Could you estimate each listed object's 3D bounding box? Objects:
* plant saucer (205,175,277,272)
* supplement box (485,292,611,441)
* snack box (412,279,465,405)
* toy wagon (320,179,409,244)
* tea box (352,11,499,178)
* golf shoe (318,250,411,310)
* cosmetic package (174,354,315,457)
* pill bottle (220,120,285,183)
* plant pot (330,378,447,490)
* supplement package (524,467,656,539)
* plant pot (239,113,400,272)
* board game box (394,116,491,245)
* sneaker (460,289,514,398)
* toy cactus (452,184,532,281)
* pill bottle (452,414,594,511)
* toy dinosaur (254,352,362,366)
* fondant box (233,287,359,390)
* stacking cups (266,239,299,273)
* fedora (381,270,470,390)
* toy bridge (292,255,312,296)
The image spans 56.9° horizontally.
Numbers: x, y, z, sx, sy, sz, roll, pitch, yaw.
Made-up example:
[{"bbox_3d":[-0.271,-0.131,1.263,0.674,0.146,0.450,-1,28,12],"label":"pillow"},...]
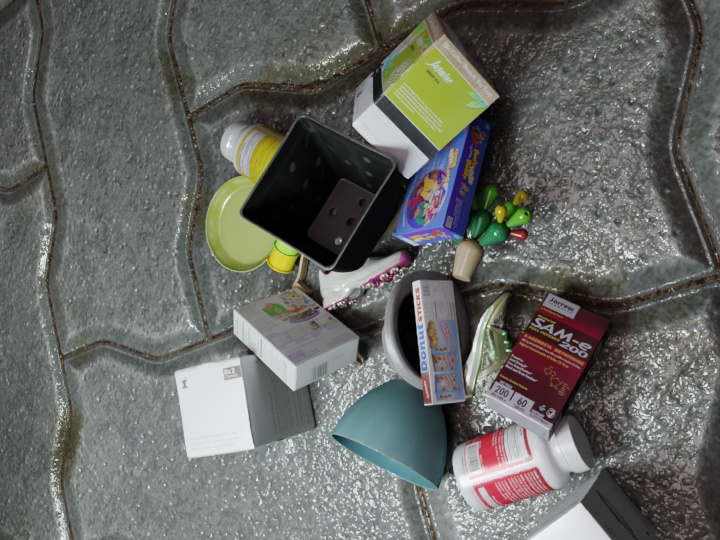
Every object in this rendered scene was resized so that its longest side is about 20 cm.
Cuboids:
[{"bbox_3d":[-0.239,-0.096,1.387,0.199,0.031,0.201,-1,88,30],"label":"plant saucer"},{"bbox_3d":[0.289,0.144,1.018,0.109,0.061,0.200,26,69,26],"label":"supplement box"},{"bbox_3d":[0.128,0.116,1.088,0.024,0.072,0.201,-19,72,54],"label":"snack box"},{"bbox_3d":[-0.001,-0.146,1.236,0.155,0.040,0.200,-40,67,5],"label":"toy wagon"},{"bbox_3d":[0.100,-0.292,1.090,0.197,0.200,0.134,-40,113,21],"label":"tea box"},{"bbox_3d":[0.000,0.000,1.229,0.200,0.075,0.092,-29,72,24],"label":"golf shoe"},{"bbox_3d":[-0.217,0.249,1.269,0.164,0.200,0.166,-16,81,28],"label":"cosmetic package"},{"bbox_3d":[-0.178,-0.220,1.310,0.200,0.112,0.113,31,104,27],"label":"pill bottle"},{"bbox_3d":[0.067,0.267,1.135,0.200,0.200,0.135,16,67,28],"label":"plant pot"},{"bbox_3d":[0.333,0.386,0.959,0.117,0.200,0.117,-46,69,20],"label":"supplement package"},{"bbox_3d":[-0.044,-0.110,1.124,0.199,0.177,0.200,31,88,23],"label":"plant pot"},{"bbox_3d":[0.135,-0.147,1.104,0.134,0.045,0.201,-7,64,59],"label":"board game box"},{"bbox_3d":[0.231,0.130,1.106,0.088,0.077,0.201,19,103,15],"label":"sneaker"},{"bbox_3d":[0.195,-0.061,1.099,0.200,0.102,0.166,11,76,43],"label":"toy cactus"},{"bbox_3d":[0.257,0.301,1.054,0.200,0.112,0.113,-27,76,26],"label":"pill bottle"},{"bbox_3d":[-0.098,0.158,1.254,0.199,0.106,0.061,-1,67,-6],"label":"toy dinosaur"},{"bbox_3d":[-0.119,0.118,1.213,0.200,0.144,0.058,36,132,38],"label":"fondant box"},{"bbox_3d":[-0.122,-0.091,1.278,0.060,0.060,0.200,40,122,24],"label":"stacking cups"},{"bbox_3d":[0.098,0.106,1.142,0.090,0.176,0.201,-21,78,57],"label":"fedora"},{"bbox_3d":[-0.078,-0.038,1.297,0.067,0.027,0.200,45,109,22],"label":"toy bridge"}]
